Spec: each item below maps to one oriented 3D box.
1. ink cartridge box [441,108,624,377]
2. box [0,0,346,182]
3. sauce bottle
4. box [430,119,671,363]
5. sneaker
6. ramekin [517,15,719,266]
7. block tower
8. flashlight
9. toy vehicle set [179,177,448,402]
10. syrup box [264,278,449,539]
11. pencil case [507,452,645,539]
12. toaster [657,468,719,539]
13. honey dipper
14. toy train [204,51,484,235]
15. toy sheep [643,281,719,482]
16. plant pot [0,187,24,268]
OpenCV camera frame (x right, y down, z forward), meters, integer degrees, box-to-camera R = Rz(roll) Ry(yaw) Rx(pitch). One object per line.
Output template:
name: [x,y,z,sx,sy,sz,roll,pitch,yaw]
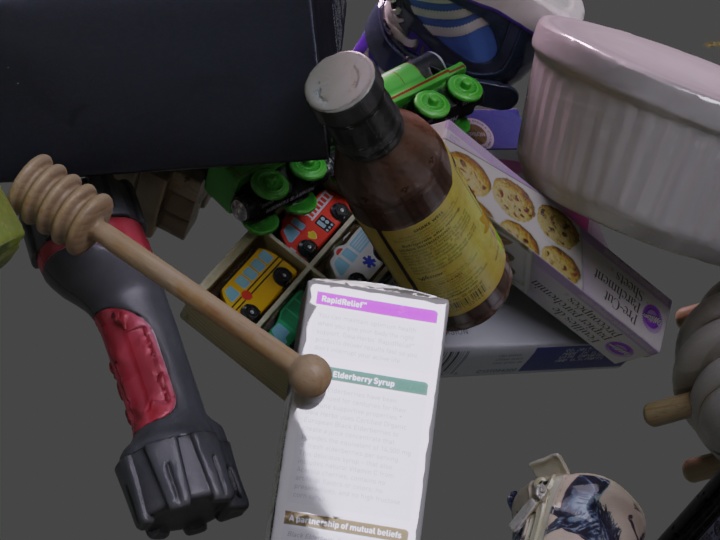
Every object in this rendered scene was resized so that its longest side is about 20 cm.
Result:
ink cartridge box: [0.056,-0.028,1.635,0.195,0.043,0.201,-3,59,-31]
box: [-0.113,-0.149,1.487,0.195,0.118,0.200,-4,30,5]
sauce bottle: [0.025,-0.043,1.441,0.064,0.200,0.065,-11,54,16]
box: [0.101,-0.015,1.556,0.200,0.039,0.042,38,55,-28]
sneaker: [0.025,-0.164,1.640,0.200,0.146,0.081,28,42,-35]
ramekin: [0.185,-0.072,1.578,0.201,0.095,0.202,19,12,-4]
block tower: [-0.087,-0.101,1.594,0.054,0.058,0.200,27,48,4]
flashlight: [-0.128,0.046,1.450,0.068,0.067,0.201,35,32,-62]
toy vehicle set: [0.000,0.000,1.539,0.124,0.027,0.200,37,49,4]
syrup box: [-0.006,0.112,1.410,0.081,0.079,0.201,10,73,-3]
pencil case: [0.100,0.202,1.458,0.089,0.078,0.201,42,43,-24]
toaster: [0.249,0.192,1.471,0.118,0.200,0.182,4,54,-22]
honey dipper: [-0.097,0.007,1.393,0.200,0.038,0.038,34,45,13]
toy train: [-0.008,-0.079,1.550,0.200,0.042,0.056,-29,61,-37]
toy sheep: [0.246,0.063,1.601,0.137,0.138,0.201,28,47,-8]
plant pot: [-0.276,-0.052,1.377,0.200,0.200,0.185,-35,89,-42]
